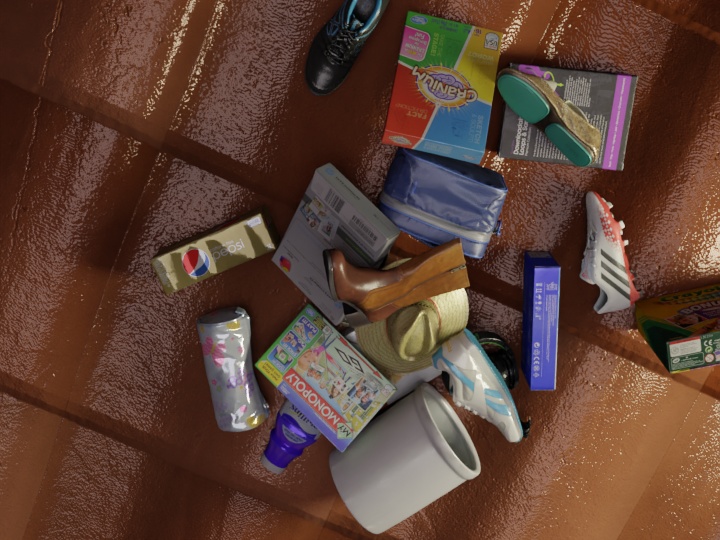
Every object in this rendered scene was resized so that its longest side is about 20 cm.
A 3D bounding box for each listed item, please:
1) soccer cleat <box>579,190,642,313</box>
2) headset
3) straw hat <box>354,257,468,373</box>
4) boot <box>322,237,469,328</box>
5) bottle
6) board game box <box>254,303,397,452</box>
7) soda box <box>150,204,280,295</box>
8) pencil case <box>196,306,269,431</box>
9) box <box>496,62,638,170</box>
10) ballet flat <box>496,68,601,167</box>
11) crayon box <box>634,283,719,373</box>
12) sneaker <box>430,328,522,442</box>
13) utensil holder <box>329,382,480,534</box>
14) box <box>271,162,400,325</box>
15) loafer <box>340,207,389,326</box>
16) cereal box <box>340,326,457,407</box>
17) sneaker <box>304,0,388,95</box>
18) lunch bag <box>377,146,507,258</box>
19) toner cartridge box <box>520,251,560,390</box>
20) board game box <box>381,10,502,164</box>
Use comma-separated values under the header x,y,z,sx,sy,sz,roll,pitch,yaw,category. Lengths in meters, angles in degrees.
x,y,z,sx,sy,sz,roll,pitch,yaw,category
0.381,-0.025,1.420,0.084,0.069,0.203,-22,108,3,soccer cleat
0.215,0.191,1.462,0.123,0.094,0.201,-37,124,1,headset
0.084,0.091,1.397,0.196,0.085,0.205,-1,112,-3,straw hat
0.055,0.003,1.283,0.196,0.069,0.190,-19,138,7,boot
-0.099,0.251,1.509,0.083,0.065,0.202,34,104,-1,bottle
-0.056,0.172,1.443,0.200,0.029,0.135,43,88,8,board game box
-0.232,-0.033,1.436,0.197,0.068,0.065,-22,104,7,soda box
-0.211,0.164,1.480,0.089,0.083,0.204,-6,105,19,pencil case
0.315,-0.238,1.380,0.195,0.036,0.146,6,105,-1,box
0.283,-0.239,1.334,0.200,0.070,0.066,43,61,-15,ballet flat
0.546,0.080,1.386,0.196,0.173,0.059,-12,108,5,crayon box
0.186,0.190,1.399,0.080,0.077,0.202,-32,102,9,sneaker
0.070,0.309,1.470,0.198,0.170,0.171,-35,102,13,utensil holder
-0.042,-0.037,1.373,0.156,0.041,0.201,43,130,15,box
0.000,0.000,1.434,0.074,0.068,0.204,16,105,-8,loafer
0.062,0.130,1.484,0.198,0.040,0.145,-32,104,9,cereal box
-0.025,-0.353,1.335,0.072,0.082,0.202,29,105,-8,sneaker
0.128,-0.101,1.369,0.197,0.136,0.134,21,109,-2,lunch bag
0.287,0.079,1.436,0.042,0.095,0.204,-1,106,2,toner cartridge box
0.122,-0.270,1.321,0.150,0.040,0.204,11,72,-2,board game box
